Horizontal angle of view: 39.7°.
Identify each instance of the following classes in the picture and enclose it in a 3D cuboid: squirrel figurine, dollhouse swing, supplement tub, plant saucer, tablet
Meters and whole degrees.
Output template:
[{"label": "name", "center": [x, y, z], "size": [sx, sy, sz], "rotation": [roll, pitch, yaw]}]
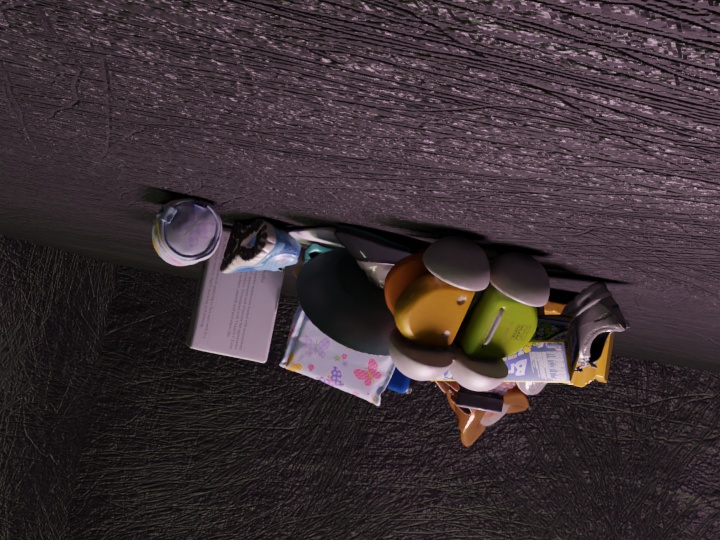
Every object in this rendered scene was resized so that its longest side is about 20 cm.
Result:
[{"label": "squirrel figurine", "center": [0.179, 0.175, 1.756], "size": [0.188, 0.141, 0.201], "rotation": [55, 178, 35]}, {"label": "dollhouse swing", "center": [0.309, 0.118, 1.652], "size": [0.197, 0.185, 0.176], "rotation": [10, -164, 20]}, {"label": "supplement tub", "center": [0.193, 0.109, 1.504], "size": [0.105, 0.204, 0.107], "rotation": [10, 175, 1]}, {"label": "plant saucer", "center": [0.013, 0.028, 1.325], "size": [0.198, 0.039, 0.203], "rotation": [14, -141, -11]}, {"label": "tablet", "center": [-0.029, -0.041, 1.421], "size": [0.128, 0.014, 0.199], "rotation": [13, 176, -25]}]

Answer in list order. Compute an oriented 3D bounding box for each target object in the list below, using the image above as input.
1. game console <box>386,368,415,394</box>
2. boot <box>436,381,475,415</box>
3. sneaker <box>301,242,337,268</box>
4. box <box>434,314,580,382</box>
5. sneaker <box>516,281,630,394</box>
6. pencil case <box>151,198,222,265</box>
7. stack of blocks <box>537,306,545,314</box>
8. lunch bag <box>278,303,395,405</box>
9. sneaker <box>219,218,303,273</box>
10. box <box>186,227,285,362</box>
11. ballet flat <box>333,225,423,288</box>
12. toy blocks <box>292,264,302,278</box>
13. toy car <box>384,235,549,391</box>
[{"label": "game console", "center": [0.098, 0.104, 1.670], "size": [0.117, 0.204, 0.170], "rotation": [14, 177, -28]}, {"label": "boot", "center": [0.159, 0.113, 1.583], "size": [0.200, 0.155, 0.074], "rotation": [46, 157, -2]}, {"label": "sneaker", "center": [-0.005, 0.020, 1.423], "size": [0.197, 0.079, 0.091], "rotation": [23, 168, 16]}, {"label": "box", "center": [0.183, 0.103, 1.317], "size": [0.197, 0.065, 0.070], "rotation": [-1, -152, 26]}, {"label": "sneaker", "center": [0.282, 0.110, 1.347], "size": [0.074, 0.201, 0.082], "rotation": [-11, -126, -43]}, {"label": "pencil case", "center": [-0.244, -0.051, 1.379], "size": [0.089, 0.085, 0.200], "rotation": [18, 174, -12]}, {"label": "stack of blocks", "center": [0.159, 0.052, 1.425], "size": [0.197, 0.117, 0.058], "rotation": [-13, 165, 29]}, {"label": "lunch bag", "center": [-0.023, 0.094, 1.530], "size": [0.167, 0.129, 0.200], "rotation": [23, -165, -2]}, {"label": "sneaker", "center": [-0.143, -0.022, 1.457], "size": [0.089, 0.080, 0.199], "rotation": [20, 172, -24]}, {"label": "box", "center": [-0.208, 0.041, 1.670], "size": [0.128, 0.203, 0.200], "rotation": [12, 175, -11]}, {"label": "ballet flat", "center": [0.055, -0.005, 1.299], "size": [0.197, 0.074, 0.073], "rotation": [13, 175, -20]}, {"label": "toy blocks", "center": [-0.070, 0.036, 1.788], "size": [0.099, 0.138, 0.200], "rotation": [-33, 175, -2]}, {"label": "toy car", "center": [0.119, 0.038, 1.217], "size": [0.197, 0.177, 0.150], "rotation": [13, -156, -25]}]
